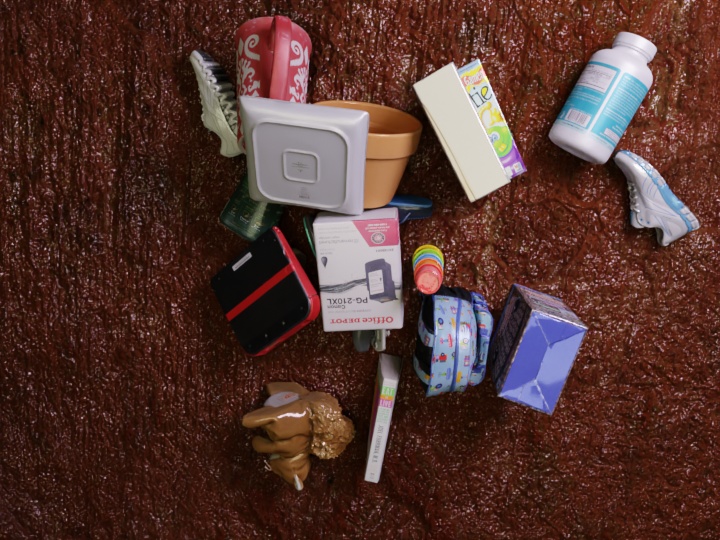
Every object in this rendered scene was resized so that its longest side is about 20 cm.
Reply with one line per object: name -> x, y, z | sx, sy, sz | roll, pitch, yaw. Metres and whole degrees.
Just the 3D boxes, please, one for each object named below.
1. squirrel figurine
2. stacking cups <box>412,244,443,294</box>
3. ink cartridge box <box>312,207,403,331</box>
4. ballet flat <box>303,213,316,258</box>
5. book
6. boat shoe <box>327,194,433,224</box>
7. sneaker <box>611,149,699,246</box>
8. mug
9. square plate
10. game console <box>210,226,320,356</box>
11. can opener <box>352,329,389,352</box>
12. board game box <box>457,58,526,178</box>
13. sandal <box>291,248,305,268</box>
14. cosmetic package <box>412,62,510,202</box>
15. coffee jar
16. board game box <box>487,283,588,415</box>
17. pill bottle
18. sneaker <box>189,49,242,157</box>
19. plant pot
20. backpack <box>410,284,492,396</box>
squirrel figurine -> -0.111, 0.329, 1.185 | 0.198, 0.142, 0.189 | -6, 107, 9
stacking cups -> 0.120, -0.004, 1.063 | 0.060, 0.200, 0.061 | 1, 99, 5
ink cartridge box -> 0.000, 0.000, 1.068 | 0.143, 0.084, 0.202 | -3, 110, 5
ballet flat -> -0.049, -0.017, 1.144 | 0.072, 0.073, 0.202 | -13, 105, 7
book -> 0.039, 0.277, 1.159 | 0.048, 0.134, 0.202 | 11, 102, 2
boat shoe -> 0.038, -0.102, 1.125 | 0.198, 0.084, 0.069 | 3, 109, 21
sneaker -> 0.503, -0.124, 1.075 | 0.087, 0.075, 0.200 | -42, 95, 17
mug -> -0.155, -0.305, 1.005 | 0.132, 0.178, 0.202 | -4, 73, 11
square plate -> -0.090, -0.170, 0.959 | 0.198, 0.029, 0.199 | 9, 135, 5
game console -> -0.175, 0.045, 1.103 | 0.199, 0.031, 0.178 | -35, 77, 29
can opener -> 0.024, 0.059, 1.153 | 0.066, 0.053, 0.202 | -3, 100, -30
board game box -> 0.196, -0.245, 1.059 | 0.102, 0.105, 0.201 | -25, 98, 9
sandal -> -0.177, 0.044, 1.177 | 0.069, 0.077, 0.213 | 35, 106, 31
cosmetic package -> 0.158, -0.216, 0.963 | 0.073, 0.104, 0.201 | -28, 96, 11
coffee jar -> -0.171, -0.155, 1.119 | 0.104, 0.085, 0.201 | 31, 102, 6
board game box -> 0.302, 0.131, 1.073 | 0.096, 0.200, 0.161 | 19, 101, 2
pill bottle -> 0.414, -0.291, 1.029 | 0.110, 0.111, 0.201 | 28, 102, -1
sneaker -> -0.263, -0.302, 1.109 | 0.081, 0.075, 0.201 | -25, 97, 18
plant pot -> -0.001, -0.199, 1.054 | 0.198, 0.201, 0.141 | 10, 119, 3
backpack -> 0.163, 0.131, 1.087 | 0.133, 0.200, 0.185 | 6, 101, 4
